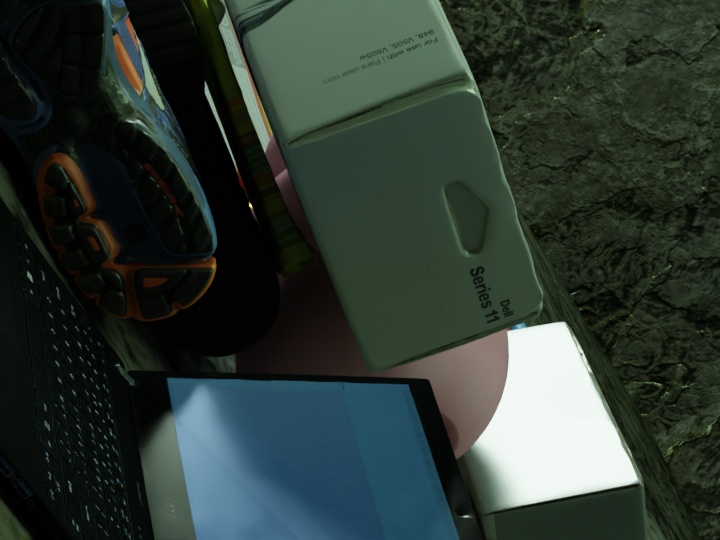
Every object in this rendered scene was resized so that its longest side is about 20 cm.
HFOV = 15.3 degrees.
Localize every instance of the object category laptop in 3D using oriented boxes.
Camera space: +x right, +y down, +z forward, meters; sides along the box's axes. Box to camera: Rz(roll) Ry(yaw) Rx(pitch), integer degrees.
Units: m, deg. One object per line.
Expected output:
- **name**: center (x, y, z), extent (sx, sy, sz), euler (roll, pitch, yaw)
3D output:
- **laptop**: center (-0.049, 0.042, 0.906), extent (0.200, 0.103, 0.177), euler (57, 8, -32)

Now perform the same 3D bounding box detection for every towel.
- **towel**: center (-0.060, -0.094, 1.138), extent (0.086, 0.018, 0.200), euler (150, -81, -84)

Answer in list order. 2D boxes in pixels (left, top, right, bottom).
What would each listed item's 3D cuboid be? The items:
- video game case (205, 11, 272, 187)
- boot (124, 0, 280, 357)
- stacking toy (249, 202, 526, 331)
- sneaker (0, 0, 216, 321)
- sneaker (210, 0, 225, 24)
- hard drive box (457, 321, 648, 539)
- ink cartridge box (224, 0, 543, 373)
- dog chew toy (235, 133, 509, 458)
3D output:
- **video game case**: center (-0.047, -0.088, 1.389), extent (0.200, 0.017, 0.143), euler (18, 42, -41)
- **boot**: center (-0.100, -0.073, 1.162), extent (0.138, 0.077, 0.200), euler (-111, -176, -69)
- **stacking toy**: center (-0.007, 0.022, 1.359), extent (0.200, 0.116, 0.110), euler (40, 17, -41)
- **sneaker**: center (-0.116, -0.077, 1.046), extent (0.078, 0.075, 0.200), euler (-91, 161, -79)
- **sneaker**: center (-0.127, -0.179, 1.212), extent (0.200, 0.099, 0.078), euler (60, 7, -13)
- **hard drive box**: center (0.091, 0.151, 1.306), extent (0.156, 0.077, 0.200), euler (-109, -170, -62)
- **ink cartridge box**: center (0.000, -0.078, 1.138), extent (0.200, 0.083, 0.147), euler (-111, 180, -46)
- **dog chew toy**: center (0.000, 0.000, 1.245), extent (0.125, 0.124, 0.200), euler (53, 22, -49)
